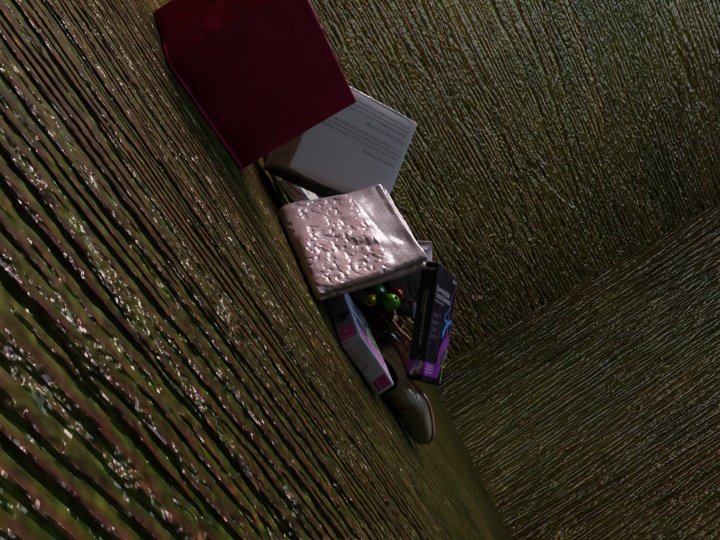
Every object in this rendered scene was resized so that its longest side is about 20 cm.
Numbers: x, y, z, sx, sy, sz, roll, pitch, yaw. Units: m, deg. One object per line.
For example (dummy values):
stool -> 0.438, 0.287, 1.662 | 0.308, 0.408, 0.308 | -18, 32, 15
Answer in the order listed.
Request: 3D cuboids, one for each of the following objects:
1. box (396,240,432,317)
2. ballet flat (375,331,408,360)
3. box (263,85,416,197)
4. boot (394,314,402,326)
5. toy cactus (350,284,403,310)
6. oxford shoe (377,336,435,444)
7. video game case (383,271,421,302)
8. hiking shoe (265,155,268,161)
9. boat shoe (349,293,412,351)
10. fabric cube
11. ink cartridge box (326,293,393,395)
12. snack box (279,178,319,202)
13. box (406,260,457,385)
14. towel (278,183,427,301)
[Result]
box -> 0.100, 0.020, 1.485 | 0.200, 0.048, 0.161 | 179, -89, -74
ballet flat -> 0.068, 0.209, 1.266 | 0.069, 0.069, 0.202 | -99, 163, -83
box -> -0.043, -0.225, 1.232 | 0.198, 0.174, 0.199 | 22, -2, -22
boot -> 0.034, 0.073, 1.495 | 0.200, 0.069, 0.148 | 124, -44, -67
toy cactus -> 0.000, 0.000, 1.147 | 0.199, 0.103, 0.166 | 34, -19, 19
oxford shoe -> 0.067, 0.222, 1.184 | 0.074, 0.070, 0.202 | -26, 89, -60
video game case -> 0.036, -0.024, 1.222 | 0.180, 0.023, 0.201 | 23, -25, 30
hiking shoe -> -0.164, -0.245, 1.389 | 0.086, 0.075, 0.200 | 2, 28, -42
boat shoe -> 0.035, 0.081, 1.301 | 0.202, 0.067, 0.072 | 59, 3, -13
fabric cube -> -0.154, -0.312, 0.977 | 0.197, 0.198, 0.201 | 56, 5, -45
ink cartridge box -> -0.010, 0.097, 1.107 | 0.120, 0.042, 0.201 | 58, 2, -32
snack box -> -0.134, -0.176, 1.528 | 0.117, 0.037, 0.200 | 52, 5, -14
box -> 0.128, 0.096, 1.182 | 0.143, 0.036, 0.204 | 29, 67, -66
towel -> -0.015, -0.053, 1.070 | 0.033, 0.188, 0.201 | 91, -22, -47
